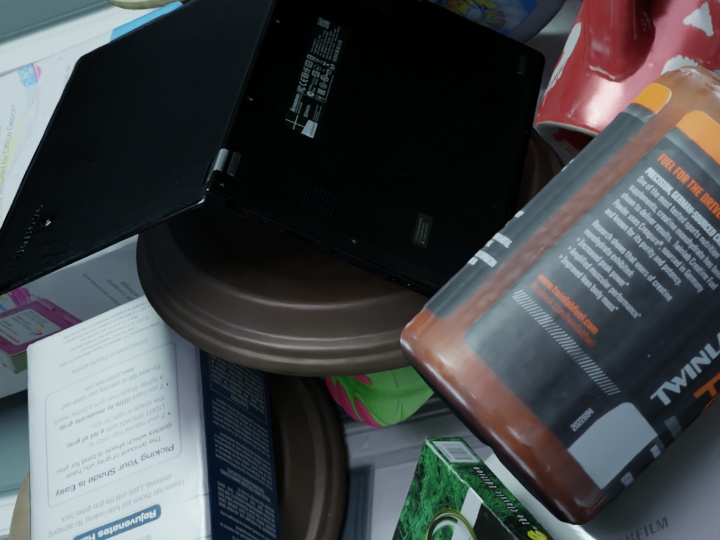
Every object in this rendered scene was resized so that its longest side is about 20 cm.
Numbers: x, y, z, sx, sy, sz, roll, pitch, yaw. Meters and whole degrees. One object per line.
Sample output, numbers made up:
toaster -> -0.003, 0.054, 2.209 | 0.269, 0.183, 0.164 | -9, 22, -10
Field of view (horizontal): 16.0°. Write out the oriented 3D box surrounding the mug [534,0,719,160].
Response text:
mug -> 0.146, -0.138, 1.096 | 0.201, 0.177, 0.133 | -64, 19, -4

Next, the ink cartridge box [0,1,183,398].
ink cartridge box -> -0.154, -0.029, 1.304 | 0.199, 0.085, 0.145 | -18, 49, 27

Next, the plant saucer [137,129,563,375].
plant saucer -> -0.003, -0.029, 1.143 | 0.199, 0.030, 0.201 | -6, 38, 4

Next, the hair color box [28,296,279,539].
hair color box -> -0.093, 0.114, 1.153 | 0.100, 0.060, 0.201 | -23, 54, 25

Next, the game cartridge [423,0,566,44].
game cartridge -> 0.024, -0.145, 1.170 | 0.200, 0.133, 0.041 | 149, 139, -67

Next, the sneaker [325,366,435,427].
sneaker -> 0.000, 0.000, 1.201 | 0.083, 0.077, 0.200 | -21, 42, -14

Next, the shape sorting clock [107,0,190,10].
shape sorting clock -> -0.056, -0.205, 1.341 | 0.199, 0.039, 0.201 | -24, 31, 16

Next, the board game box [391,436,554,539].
board game box -> 0.030, 0.179, 1.030 | 0.105, 0.023, 0.201 | 47, 127, 50

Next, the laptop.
laptop -> -0.040, -0.042, 1.125 | 0.188, 0.199, 0.116 | -75, 10, -49

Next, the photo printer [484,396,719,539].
photo printer -> 0.129, 0.125, 1.022 | 0.166, 0.069, 0.201 | -29, 52, 21

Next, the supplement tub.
supplement tub -> 0.118, -0.004, 0.989 | 0.200, 0.107, 0.107 | -44, 47, -1

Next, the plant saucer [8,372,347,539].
plant saucer -> -0.096, 0.118, 1.224 | 0.199, 0.029, 0.201 | -17, 57, 28
